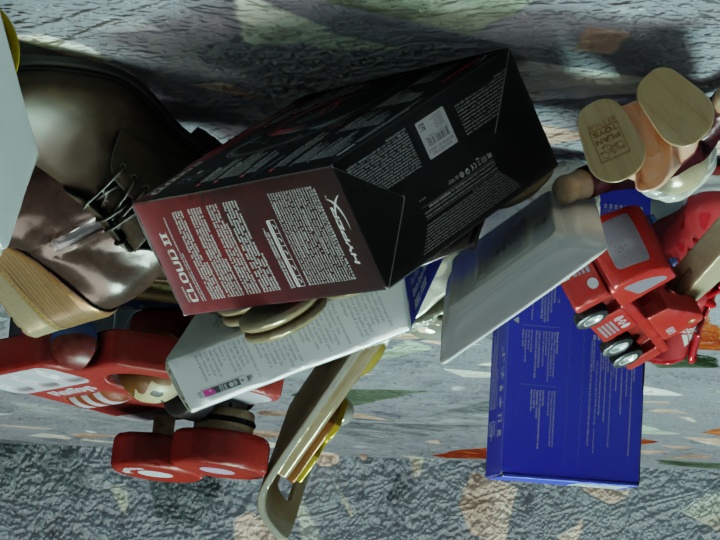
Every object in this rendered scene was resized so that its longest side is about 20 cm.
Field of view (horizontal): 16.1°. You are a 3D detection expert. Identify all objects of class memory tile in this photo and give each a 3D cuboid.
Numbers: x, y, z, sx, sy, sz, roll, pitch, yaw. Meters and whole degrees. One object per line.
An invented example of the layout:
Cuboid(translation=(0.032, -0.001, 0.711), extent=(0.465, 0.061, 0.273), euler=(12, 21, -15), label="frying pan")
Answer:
Cuboid(translation=(0.007, -0.019, 1.445), extent=(0.199, 0.017, 0.153), euler=(-30, -165, -11), label="memory tile")

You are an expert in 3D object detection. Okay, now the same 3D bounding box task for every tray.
Cuboid(translation=(0.083, -0.005, 1.392), extent=(0.107, 0.022, 0.200), euler=(-35, -174, 8), label="tray")

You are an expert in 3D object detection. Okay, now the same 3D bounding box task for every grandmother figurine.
Cuboid(translation=(0.162, -0.066, 1.394), extent=(0.121, 0.061, 0.200), euler=(-19, 173, 13), label="grandmother figurine")

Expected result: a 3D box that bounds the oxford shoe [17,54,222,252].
Cuboid(translation=(-0.138, -0.059, 1.450), extent=(0.199, 0.085, 0.073), euler=(27, 126, -34), label="oxford shoe")

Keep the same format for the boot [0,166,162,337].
Cuboid(translation=(-0.188, -0.063, 1.561), extent=(0.166, 0.073, 0.200), euler=(-30, 116, 18), label="boot")

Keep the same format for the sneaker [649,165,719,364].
Cuboid(translation=(0.228, 0.002, 1.651), extent=(0.078, 0.116, 0.200), euler=(6, 170, -11), label="sneaker")

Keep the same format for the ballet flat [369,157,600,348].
Cuboid(translation=(0.066, -0.002, 1.594), extent=(0.199, 0.072, 0.072), euler=(-28, 165, 6), label="ballet flat")

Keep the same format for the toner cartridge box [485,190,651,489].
Cuboid(translation=(0.135, 0.038, 1.647), extent=(0.094, 0.201, 0.043), euler=(6, 171, -12), label="toner cartridge box")

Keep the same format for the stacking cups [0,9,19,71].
Cuboid(translation=(-0.246, -0.106, 1.394), extent=(0.060, 0.061, 0.200), euler=(8, 172, -25), label="stacking cups")

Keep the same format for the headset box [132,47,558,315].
Cuboid(translation=(-0.016, -0.046, 1.391), extent=(0.199, 0.075, 0.148), euler=(-8, -159, 49), label="headset box")

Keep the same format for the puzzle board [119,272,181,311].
Cuboid(translation=(-0.104, 0.013, 1.704), extent=(0.199, 0.018, 0.151), euler=(5, 171, -4), label="puzzle board")

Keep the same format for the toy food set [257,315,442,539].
Cuboid(translation=(0.003, 0.081, 1.731), extent=(0.060, 0.200, 0.144), euler=(32, -159, -5), label="toy food set")

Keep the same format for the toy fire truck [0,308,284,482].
Cuboid(translation=(-0.151, 0.072, 1.701), extent=(0.167, 0.113, 0.200), euler=(15, 166, -32), label="toy fire truck")

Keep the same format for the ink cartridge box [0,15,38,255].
Cuboid(translation=(-0.273, -0.084, 1.256), extent=(0.199, 0.084, 0.146), euler=(2, 135, 12), label="ink cartridge box")

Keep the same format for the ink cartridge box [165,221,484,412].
Cuboid(translation=(0.000, 0.000, 1.502), extent=(0.199, 0.044, 0.196), euler=(-19, -164, 19), label="ink cartridge box")

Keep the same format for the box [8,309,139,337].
Cuboid(translation=(-0.178, 0.041, 2.006), extent=(0.105, 0.123, 0.200), euler=(-2, 168, 29), label="box")

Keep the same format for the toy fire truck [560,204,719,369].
Cuboid(translation=(0.197, 0.000, 1.508), extent=(0.141, 0.049, 0.200), euler=(-29, 156, 9), label="toy fire truck")
